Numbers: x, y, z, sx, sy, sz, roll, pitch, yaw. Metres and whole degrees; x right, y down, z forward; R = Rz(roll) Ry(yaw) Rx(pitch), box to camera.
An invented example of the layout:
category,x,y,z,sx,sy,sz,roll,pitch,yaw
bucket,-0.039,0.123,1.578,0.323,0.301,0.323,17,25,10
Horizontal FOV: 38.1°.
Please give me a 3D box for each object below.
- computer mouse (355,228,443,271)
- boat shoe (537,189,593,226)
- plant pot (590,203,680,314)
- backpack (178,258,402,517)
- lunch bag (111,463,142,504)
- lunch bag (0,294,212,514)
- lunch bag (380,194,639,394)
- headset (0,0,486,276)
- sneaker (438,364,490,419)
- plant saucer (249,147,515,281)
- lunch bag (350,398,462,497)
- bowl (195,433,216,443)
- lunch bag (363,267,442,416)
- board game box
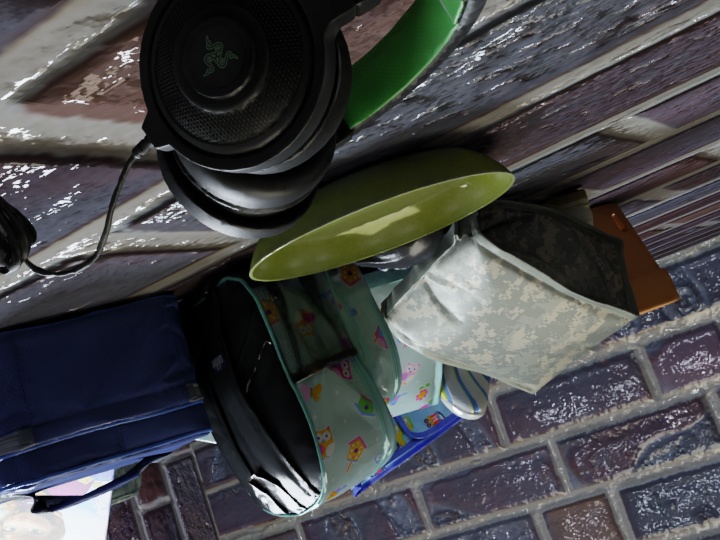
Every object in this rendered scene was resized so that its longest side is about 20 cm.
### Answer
category,x,y,z,sx,sy,sz,roll,pitch,yaw
computer mouse,0.000,0.000,0.972,0.199,0.035,0.058,-26,170,41
boat shoe,0.197,-0.030,1.141,0.072,0.064,0.201,-16,171,-22
plant pot,0.281,0.006,1.308,0.197,0.142,0.200,-20,173,-3
backpack,-0.055,0.097,0.881,0.152,0.203,0.175,-13,170,-37
lunch bag,-0.342,0.198,1.118,0.165,0.142,0.200,-10,174,5
lunch bag,-0.224,0.114,0.823,0.198,0.134,0.135,-14,171,-34
lunch bag,0.136,0.017,1.009,0.198,0.119,0.164,19,137,-26
headset,-0.048,-0.067,0.364,0.199,0.095,0.124,-34,171,-13
sneaker,0.123,0.064,1.205,0.075,0.203,0.105,5,146,-22
plant saucer,0.011,-0.042,0.732,0.197,0.032,0.200,-20,172,-3
lunch bag,0.033,0.150,1.266,0.198,0.151,0.094,-33,164,-10
bowl,-0.139,0.121,1.085,0.196,0.110,0.200,9,166,2
lunch bag,0.001,0.073,1.135,0.168,0.123,0.202,-17,138,-17
board game box,-0.331,0.211,0.965,0.196,0.042,0.201,5,132,-13
